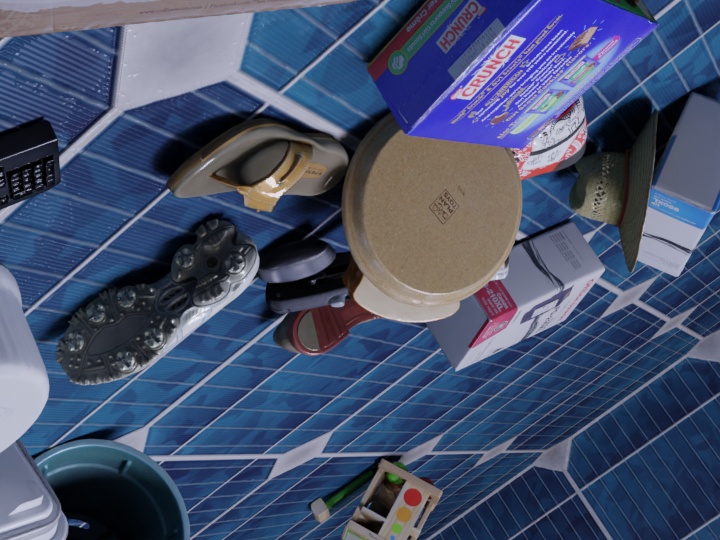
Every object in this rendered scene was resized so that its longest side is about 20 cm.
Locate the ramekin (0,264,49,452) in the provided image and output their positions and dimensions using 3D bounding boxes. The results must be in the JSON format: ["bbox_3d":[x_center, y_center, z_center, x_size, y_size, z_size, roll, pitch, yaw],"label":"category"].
[{"bbox_3d":[-0.330,0.087,0.878,0.200,0.098,0.201,-28,159,-12],"label":"ramekin"}]

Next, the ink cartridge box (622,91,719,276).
[{"bbox_3d":[0.402,-0.102,1.476,0.145,0.084,0.200,-62,168,-20],"label":"ink cartridge box"}]

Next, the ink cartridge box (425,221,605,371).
[{"bbox_3d":[0.204,0.034,1.573,0.199,0.085,0.145,-22,158,-27],"label":"ink cartridge box"}]

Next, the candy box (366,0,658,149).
[{"bbox_3d":[0.126,-0.184,0.971,0.169,0.077,0.200,-43,159,28],"label":"candy box"}]

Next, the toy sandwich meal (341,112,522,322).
[{"bbox_3d":[0.059,-0.054,1.081,0.204,0.206,0.070,-25,-163,-21],"label":"toy sandwich meal"}]

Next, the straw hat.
[{"bbox_3d":[0.287,-0.097,1.384,0.085,0.202,0.201,8,161,8],"label":"straw hat"}]

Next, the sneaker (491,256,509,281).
[{"bbox_3d":[0.124,-0.030,1.329,0.200,0.073,0.080,-18,122,-65],"label":"sneaker"}]

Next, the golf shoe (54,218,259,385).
[{"bbox_3d":[-0.170,0.040,1.050,0.200,0.078,0.097,-32,166,1],"label":"golf shoe"}]

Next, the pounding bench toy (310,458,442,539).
[{"bbox_3d":[0.028,0.418,2.156,0.156,0.199,0.124,-60,172,-22],"label":"pounding bench toy"}]

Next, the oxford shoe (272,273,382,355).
[{"bbox_3d":[-0.012,0.028,1.298,0.199,0.071,0.075,-26,-169,-32],"label":"oxford shoe"}]

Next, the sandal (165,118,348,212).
[{"bbox_3d":[-0.069,-0.075,0.958,0.080,0.054,0.200,-44,157,27],"label":"sandal"}]

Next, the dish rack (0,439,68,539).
[{"bbox_3d":[-0.349,0.175,0.959,0.199,0.172,0.044,-13,139,-42],"label":"dish rack"}]

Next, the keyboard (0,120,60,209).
[{"bbox_3d":[-0.282,-0.034,0.758,0.199,0.040,0.104,-26,160,-20],"label":"keyboard"}]

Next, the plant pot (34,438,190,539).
[{"bbox_3d":[-0.310,0.312,1.314,0.200,0.201,0.196,-20,165,-31],"label":"plant pot"}]

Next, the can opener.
[{"bbox_3d":[0.000,0.000,1.153,0.199,0.064,0.079,-9,167,3],"label":"can opener"}]

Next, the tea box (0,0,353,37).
[{"bbox_3d":[-0.077,-0.207,0.437,0.199,0.197,0.134,-15,154,-39],"label":"tea box"}]

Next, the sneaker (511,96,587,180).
[{"bbox_3d":[0.128,-0.116,1.154,0.201,0.067,0.108,-27,151,-6],"label":"sneaker"}]
